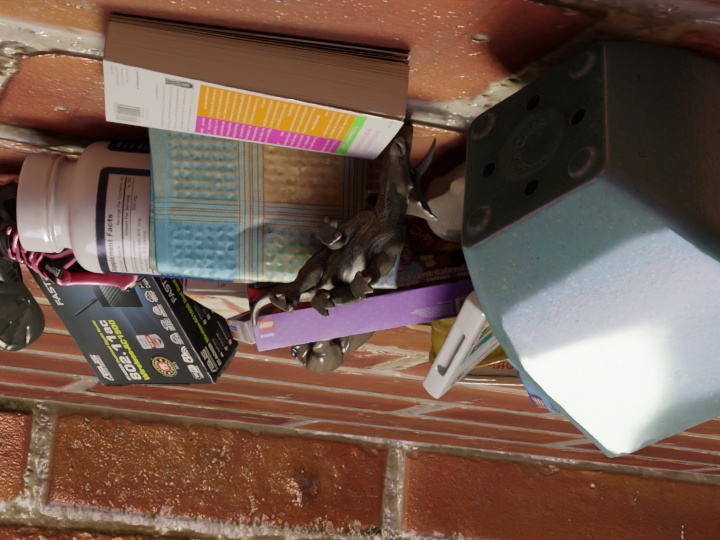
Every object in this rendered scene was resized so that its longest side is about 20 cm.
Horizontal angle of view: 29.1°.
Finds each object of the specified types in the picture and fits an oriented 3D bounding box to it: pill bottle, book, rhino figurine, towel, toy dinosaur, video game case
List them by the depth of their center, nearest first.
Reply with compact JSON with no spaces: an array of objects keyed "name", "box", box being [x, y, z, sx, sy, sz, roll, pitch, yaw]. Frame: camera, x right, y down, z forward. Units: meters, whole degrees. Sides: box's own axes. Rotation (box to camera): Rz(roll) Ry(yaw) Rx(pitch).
[{"name":"book","box":[-0.076,-0.119,0.963,0.199,0.048,0.134,8,167,-8]},{"name":"toy dinosaur","box":[-0.007,-0.005,1.043,0.102,0.077,0.200,-28,160,-53]},{"name":"towel","box":[-0.064,-0.057,1.075,0.199,0.147,0.022,3,-154,-3]},{"name":"rhino figurine","box":[0.110,-0.065,1.088,0.087,0.060,0.200,4,166,-16]},{"name":"video game case","box":[0.140,0.006,1.123,0.024,0.200,0.182,45,156,13]},{"name":"pill bottle","box":[-0.177,-0.050,1.154,0.199,0.111,0.111,4,167,1]},{"name":"rhino figurine","box":[0.007,0.026,1.370,0.060,0.200,0.088,41,161,25]}]

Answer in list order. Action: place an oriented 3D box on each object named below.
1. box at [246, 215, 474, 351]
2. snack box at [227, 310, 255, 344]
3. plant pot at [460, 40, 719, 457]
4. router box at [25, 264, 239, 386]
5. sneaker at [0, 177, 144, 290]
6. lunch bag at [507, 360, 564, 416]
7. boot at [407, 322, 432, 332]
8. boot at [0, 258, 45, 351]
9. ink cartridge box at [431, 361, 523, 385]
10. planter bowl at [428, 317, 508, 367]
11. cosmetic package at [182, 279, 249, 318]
[{"name":"box","box":[0.000,0.000,1.203,0.199,0.039,0.137,-10,-147,-3]},{"name":"snack box","box":[-0.019,0.022,1.260,0.200,0.024,0.072,-20,-174,-16]},{"name":"plant pot","box":[0.172,-0.030,0.897,0.200,0.196,0.196,33,135,-30]},{"name":"router box","box":[-0.231,0.024,1.378,0.150,0.062,0.200,-4,127,32]},{"name":"sneaker","box":[-0.272,-0.024,1.233,0.199,0.095,0.079,7,124,7]},{"name":"lunch bag","box":[0.244,0.045,1.311,0.200,0.094,0.151,-37,-170,-10]},{"name":"boot","box":[0.161,0.025,1.487,0.175,0.066,0.200,-20,-167,-24]},{"name":"boot","box":[-0.390,-0.030,1.359,0.154,0.073,0.204,39,155,50]},{"name":"ink cartridge box","box":[0.147,0.083,1.617,0.116,0.068,0.200,1,-174,10]},{"name":"planter bowl","box":[0.139,0.009,1.299,0.200,0.084,0.200,-25,-167,6]},{"name":"cosmetic package","box":[-0.096,-0.001,1.372,0.087,0.104,0.200,1,165,16]}]
